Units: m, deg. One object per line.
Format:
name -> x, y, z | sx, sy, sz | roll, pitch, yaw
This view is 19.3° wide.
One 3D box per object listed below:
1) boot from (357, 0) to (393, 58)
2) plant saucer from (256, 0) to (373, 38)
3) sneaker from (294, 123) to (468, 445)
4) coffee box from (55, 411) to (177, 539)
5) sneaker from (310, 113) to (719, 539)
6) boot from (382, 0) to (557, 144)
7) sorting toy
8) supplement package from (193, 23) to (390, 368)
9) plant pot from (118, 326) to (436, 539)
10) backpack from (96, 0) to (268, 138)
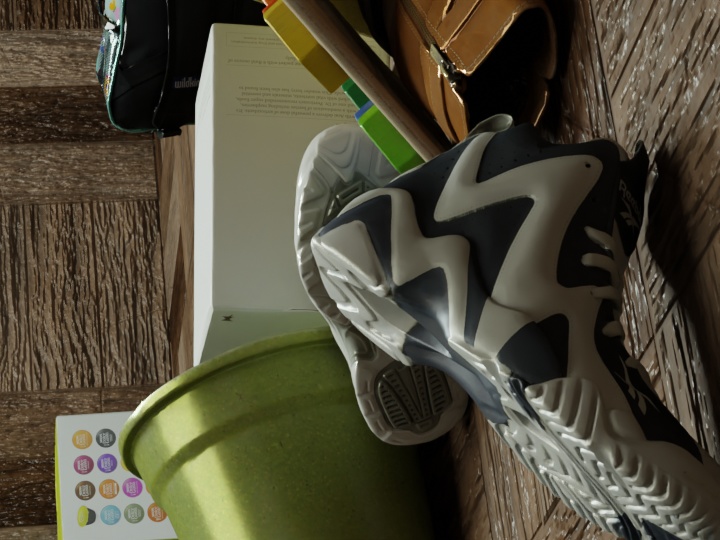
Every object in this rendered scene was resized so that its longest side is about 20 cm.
boot -> -0.010, -0.217, 1.182 | 0.182, 0.072, 0.200 | 41, -153, -34
plant saucer -> -0.054, -0.198, 1.316 | 0.200, 0.199, 0.049 | -124, 53, -72
sneaker -> 0.000, 0.000, 1.213 | 0.099, 0.078, 0.201 | -119, 14, -60
coffee box -> -0.354, 0.336, 3.153 | 0.200, 0.197, 0.201 | 109, 157, -65
sneaker -> 0.091, 0.009, 0.823 | 0.199, 0.130, 0.080 | 36, 160, 33
boot -> 0.050, -0.160, 1.017 | 0.155, 0.076, 0.201 | -114, 29, -56
sorting toy -> -0.004, -0.107, 1.132 | 0.200, 0.036, 0.185 | 52, -174, -16
supplement package -> -0.045, -0.042, 1.377 | 0.120, 0.121, 0.201 | 113, 158, -64
plant pot -> -0.031, 0.163, 1.303 | 0.201, 0.199, 0.185 | 105, 149, -61
backpack -> -0.140, -0.234, 1.822 | 0.154, 0.175, 0.201 | -109, 23, -47
